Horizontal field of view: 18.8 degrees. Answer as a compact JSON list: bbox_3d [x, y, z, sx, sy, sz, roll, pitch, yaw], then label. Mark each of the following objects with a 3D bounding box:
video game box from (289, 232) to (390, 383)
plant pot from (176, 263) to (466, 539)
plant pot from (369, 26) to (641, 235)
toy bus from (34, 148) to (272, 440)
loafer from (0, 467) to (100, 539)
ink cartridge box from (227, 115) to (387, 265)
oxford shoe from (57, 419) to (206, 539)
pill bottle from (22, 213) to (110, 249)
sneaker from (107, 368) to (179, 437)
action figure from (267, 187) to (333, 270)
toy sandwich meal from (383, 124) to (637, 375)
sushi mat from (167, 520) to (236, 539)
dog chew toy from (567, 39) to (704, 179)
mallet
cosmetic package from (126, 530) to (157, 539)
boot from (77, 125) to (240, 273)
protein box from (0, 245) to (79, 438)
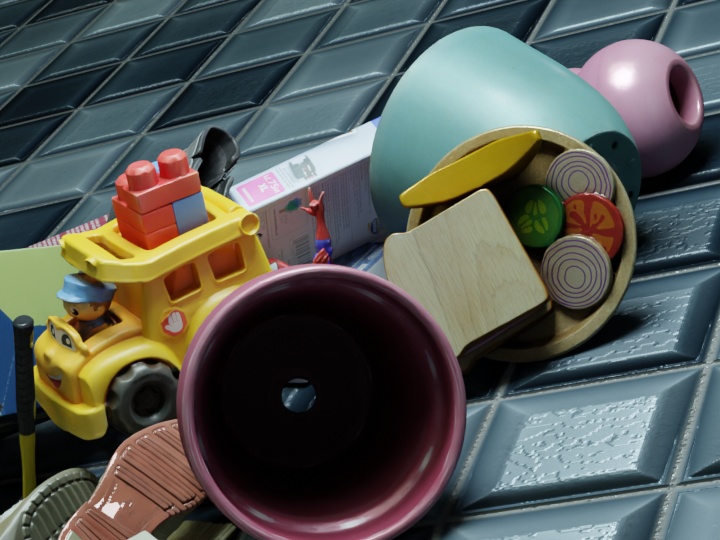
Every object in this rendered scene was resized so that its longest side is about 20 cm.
[{"bbox_3d":[-0.071,0.033,1.908,0.182,0.047,0.200,-6,25,38],"label":"video game box"},{"bbox_3d":[-0.037,0.092,1.558,0.200,0.200,0.179,-24,6,-8],"label":"plant pot"},{"bbox_3d":[0.134,-0.083,1.808,0.201,0.201,0.161,-33,43,-29],"label":"plant pot"},{"bbox_3d":[-0.165,0.009,1.660,0.200,0.192,0.136,-27,31,-23],"label":"toy bus"},{"bbox_3d":[-0.254,0.214,1.587,0.067,0.076,0.200,-22,14,40],"label":"loafer"},{"bbox_3d":[-0.018,-0.063,1.871,0.200,0.119,0.042,-24,56,-15],"label":"ink cartridge box"},{"bbox_3d":[-0.168,0.177,1.564,0.200,0.071,0.074,-42,-11,-49],"label":"oxford shoe"},{"bbox_3d":[-0.267,0.022,2.018,0.200,0.114,0.114,-22,21,-5],"label":"pill bottle"},{"bbox_3d":[-0.161,0.129,1.712,0.200,0.076,0.114,4,30,43],"label":"sneaker"},{"bbox_3d":[0.000,0.000,1.777,0.200,0.099,0.065,12,36,30],"label":"action figure"},{"bbox_3d":[0.111,-0.019,1.677,0.205,0.205,0.070,-14,-7,17],"label":"toy sandwich meal"},{"bbox_3d":[-0.179,0.238,1.557,0.096,0.012,0.200,-1,28,39],"label":"sushi mat"},{"bbox_3d":[0.206,-0.133,1.957,0.200,0.125,0.125,-15,21,36],"label":"dog chew toy"},{"bbox_3d":[-0.253,0.132,1.637,0.041,0.200,0.066,3,31,4],"label":"mallet"},{"bbox_3d":[-0.129,0.248,1.388,0.105,0.071,0.200,-26,24,-21],"label":"cosmetic package"},{"bbox_3d":[-0.167,-0.026,1.793,0.132,0.070,0.200,-33,38,41],"label":"boot"},{"bbox_3d":[-0.341,0.078,1.793,0.200,0.135,0.199,-21,-5,24],"label":"protein box"}]
